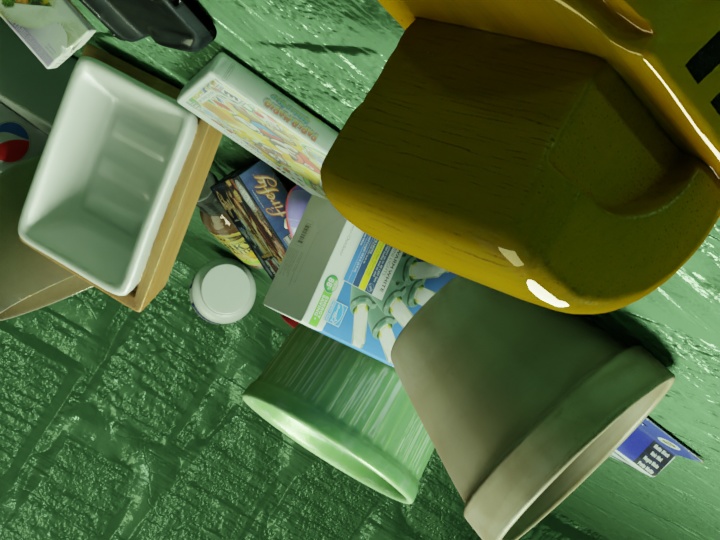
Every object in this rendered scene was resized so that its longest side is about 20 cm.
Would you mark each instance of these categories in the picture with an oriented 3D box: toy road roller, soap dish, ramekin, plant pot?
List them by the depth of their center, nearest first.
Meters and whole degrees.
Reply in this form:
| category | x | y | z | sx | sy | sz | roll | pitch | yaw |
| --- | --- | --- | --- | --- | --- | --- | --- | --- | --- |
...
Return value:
| category | x | y | z | sx | sy | sz | roll | pitch | yaw |
| --- | --- | --- | --- | --- | --- | --- | --- | --- | --- |
| toy road roller | 0.077 | -0.047 | 0.378 | 0.122 | 0.147 | 0.200 | 24 | 169 | 47 |
| plant pot | 0.123 | 0.093 | 1.068 | 0.174 | 0.200 | 0.200 | 48 | 178 | 18 |
| soap dish | -0.220 | -0.087 | 1.235 | 0.156 | 0.202 | 0.081 | 27 | -167 | 22 |
| ramekin | -0.010 | 0.136 | 1.315 | 0.199 | 0.098 | 0.200 | 31 | 167 | 8 |
| plant pot | -0.319 | -0.048 | 1.397 | 0.200 | 0.199 | 0.136 | 153 | 92 | -82 |

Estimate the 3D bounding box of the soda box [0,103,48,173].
| category | x | y | z | sx | sy | sz | roll | pitch | yaw |
| --- | --- | --- | --- | --- | --- | --- | --- | --- | --- |
| soda box | -0.415 | -0.159 | 1.438 | 0.200 | 0.064 | 0.068 | 38 | 170 | -34 |

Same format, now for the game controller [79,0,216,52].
| category | x | y | z | sx | sy | sz | roll | pitch | yaw |
| --- | --- | --- | --- | --- | --- | --- | --- | --- | --- |
| game controller | -0.169 | -0.203 | 0.854 | 0.103 | 0.043 | 0.200 | 12 | 164 | 27 |

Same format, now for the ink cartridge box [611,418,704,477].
| category | x | y | z | sx | sy | sz | roll | pitch | yaw |
| --- | --- | --- | --- | --- | --- | --- | --- | --- | --- |
| ink cartridge box | 0.239 | 0.152 | 1.432 | 0.199 | 0.041 | 0.200 | 36 | 172 | -26 |

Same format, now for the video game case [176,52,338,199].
| category | x | y | z | sx | sy | sz | roll | pitch | yaw |
| --- | --- | --- | --- | --- | --- | --- | --- | --- | --- |
| video game case | -0.057 | -0.103 | 1.068 | 0.181 | 0.023 | 0.200 | 34 | 172 | -13 |

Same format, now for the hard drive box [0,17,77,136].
| category | x | y | z | sx | sy | sz | roll | pitch | yaw |
| --- | --- | --- | --- | --- | --- | --- | --- | --- | --- |
| hard drive box | -0.311 | -0.174 | 1.448 | 0.199 | 0.077 | 0.156 | 30 | 172 | 16 |

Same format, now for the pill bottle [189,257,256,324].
| category | x | y | z | sx | sy | sz | roll | pitch | yaw |
| --- | --- | --- | --- | --- | --- | --- | --- | --- | --- |
| pill bottle | -0.252 | 0.038 | 2.433 | 0.119 | 0.120 | 0.200 | 33 | 173 | -7 |

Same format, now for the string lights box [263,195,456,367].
| category | x | y | z | sx | sy | sz | roll | pitch | yaw |
| --- | --- | --- | --- | --- | --- | --- | --- | --- | --- |
| string lights box | 0.019 | 0.023 | 1.163 | 0.199 | 0.104 | 0.059 | 27 | 176 | -42 |

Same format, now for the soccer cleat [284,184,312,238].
| category | x | y | z | sx | sy | sz | roll | pitch | yaw |
| --- | --- | --- | --- | --- | --- | --- | --- | --- | --- |
| soccer cleat | 0.000 | 0.000 | 1.249 | 0.076 | 0.067 | 0.201 | -4 | 124 | 46 |

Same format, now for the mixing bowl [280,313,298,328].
| category | x | y | z | sx | sy | sz | roll | pitch | yaw |
| --- | --- | --- | --- | --- | --- | --- | --- | --- | --- |
| mixing bowl | 0.023 | 0.057 | 1.446 | 0.199 | 0.109 | 0.200 | 31 | 171 | 5 |

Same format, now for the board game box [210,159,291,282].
| category | x | y | z | sx | sy | sz | roll | pitch | yaw |
| --- | --- | --- | --- | --- | --- | --- | --- | --- | --- |
| board game box | -0.092 | -0.044 | 1.367 | 0.136 | 0.034 | 0.200 | 57 | 169 | -8 |

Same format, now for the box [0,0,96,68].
| category | x | y | z | sx | sy | sz | roll | pitch | yaw |
| --- | --- | --- | --- | --- | --- | --- | --- | --- | --- |
| box | -0.249 | -0.216 | 0.843 | 0.200 | 0.039 | 0.041 | 49 | -179 | -10 |

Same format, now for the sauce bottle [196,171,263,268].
| category | x | y | z | sx | sy | sz | roll | pitch | yaw |
| --- | --- | --- | --- | --- | --- | --- | --- | --- | --- |
| sauce bottle | -0.150 | -0.062 | 1.563 | 0.064 | 0.065 | 0.200 | 28 | 172 | 27 |
